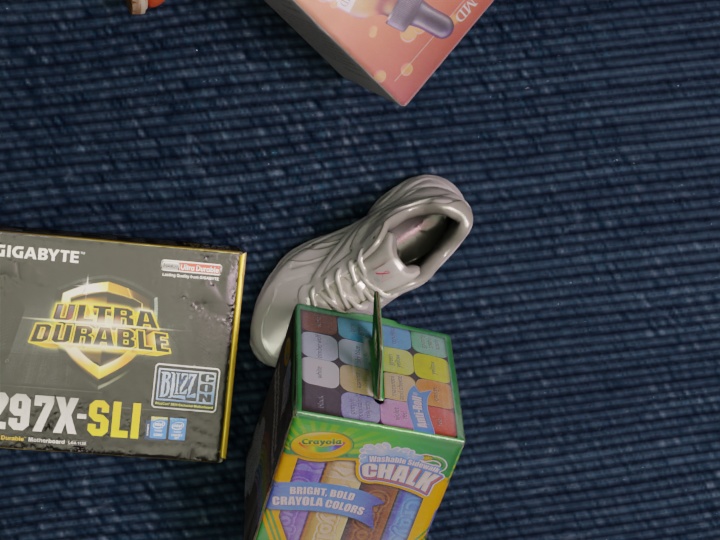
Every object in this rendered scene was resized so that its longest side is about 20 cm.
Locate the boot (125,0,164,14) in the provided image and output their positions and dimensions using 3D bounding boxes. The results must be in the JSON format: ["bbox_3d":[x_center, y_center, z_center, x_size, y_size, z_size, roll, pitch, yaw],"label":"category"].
[{"bbox_3d":[-0.126,-0.282,1.228,0.107,0.075,0.201,4,94,-15],"label":"boot"}]

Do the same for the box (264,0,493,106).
[{"bbox_3d":[-0.006,-0.242,1.203,0.200,0.106,0.152,41,88,-31],"label":"box"}]

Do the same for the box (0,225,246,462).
[{"bbox_3d":[-0.192,0.054,1.259,0.199,0.049,0.160,6,96,-10],"label":"box"}]

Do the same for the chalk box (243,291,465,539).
[{"bbox_3d":[-0.001,0.111,1.217,0.123,0.125,0.200,12,126,-11],"label":"chalk box"}]

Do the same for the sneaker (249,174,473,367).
[{"bbox_3d":[0.000,0.000,1.260,0.200,0.099,0.078,-41,100,-4],"label":"sneaker"}]
